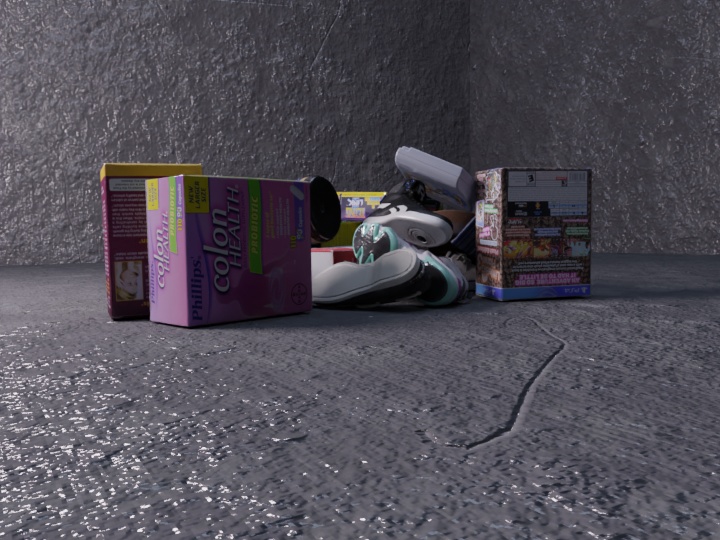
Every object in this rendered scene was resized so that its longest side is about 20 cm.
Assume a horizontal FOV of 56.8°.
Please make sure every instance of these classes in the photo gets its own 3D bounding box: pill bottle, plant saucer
[{"bbox_3d":[-0.140,-0.091,1.152,0.198,0.114,0.111,-10,-2,31],"label":"pill bottle"},{"bbox_3d":[0.170,-0.039,1.255,0.197,0.037,0.201,5,-33,3],"label":"plant saucer"}]

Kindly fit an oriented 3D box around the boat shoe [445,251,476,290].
[{"bbox_3d":[0.171,0.000,1.213,0.197,0.071,0.071,0,3,20],"label":"boat shoe"}]

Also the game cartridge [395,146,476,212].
[{"bbox_3d":[0.139,-0.150,1.143,0.132,0.042,0.200,30,0,17],"label":"game cartridge"}]

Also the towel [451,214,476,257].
[{"bbox_3d":[0.280,-0.054,1.173,0.198,0.145,0.024,26,41,-16],"label":"towel"}]

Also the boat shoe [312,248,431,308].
[{"bbox_3d":[0.009,0.022,0.962,0.198,0.075,0.060,-17,-47,29],"label":"boat shoe"}]

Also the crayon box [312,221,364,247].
[{"bbox_3d":[-0.013,-0.027,1.259,0.198,0.129,0.050,-2,3,-41],"label":"crayon box"}]

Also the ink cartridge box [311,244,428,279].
[{"bbox_3d":[0.000,0.000,1.136,0.198,0.085,0.144,-5,5,-33],"label":"ink cartridge box"}]

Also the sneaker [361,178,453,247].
[{"bbox_3d":[0.089,-0.103,1.075,0.199,0.113,0.073,6,-34,53],"label":"sneaker"}]

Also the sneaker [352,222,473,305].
[{"bbox_3d":[0.087,-0.004,1.035,0.199,0.078,0.139,38,16,31],"label":"sneaker"}]

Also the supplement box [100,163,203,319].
[{"bbox_3d":[-0.283,-0.042,0.913,0.129,0.204,0.103,-2,3,-24],"label":"supplement box"}]

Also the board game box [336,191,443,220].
[{"bbox_3d":[0.036,-0.123,1.303,0.164,0.058,0.198,-4,8,-43],"label":"board game box"}]

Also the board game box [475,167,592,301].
[{"bbox_3d":[0.274,-0.060,1.062,0.157,0.204,0.097,-2,4,-15],"label":"board game box"}]

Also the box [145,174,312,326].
[{"bbox_3d":[-0.166,-0.029,0.867,0.096,0.179,0.198,2,4,45],"label":"box"}]
